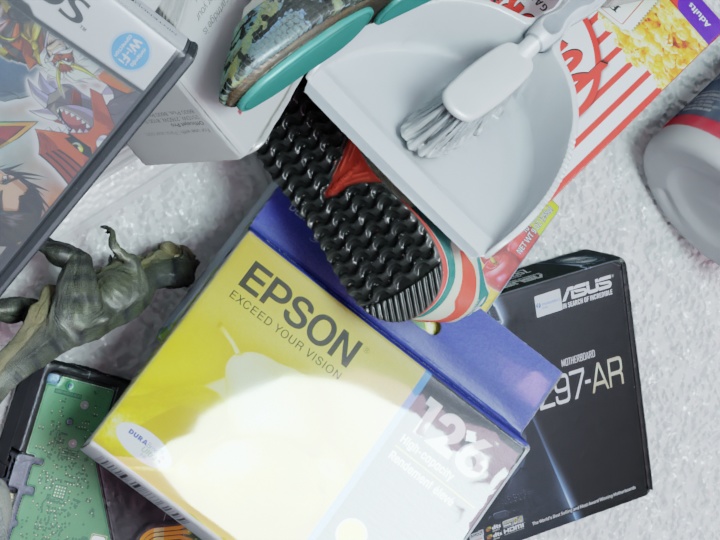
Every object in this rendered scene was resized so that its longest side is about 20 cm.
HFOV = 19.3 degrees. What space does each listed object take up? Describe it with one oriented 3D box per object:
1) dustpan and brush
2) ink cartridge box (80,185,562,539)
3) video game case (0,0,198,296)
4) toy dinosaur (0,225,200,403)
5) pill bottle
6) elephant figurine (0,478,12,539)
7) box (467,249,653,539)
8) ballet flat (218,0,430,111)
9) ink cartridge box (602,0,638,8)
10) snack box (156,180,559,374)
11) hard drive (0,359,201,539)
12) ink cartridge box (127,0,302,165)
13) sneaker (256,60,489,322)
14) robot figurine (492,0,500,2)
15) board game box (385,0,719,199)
[{"bbox_3d":[0.079,-0.110,1.149,0.140,0.057,0.200,45,45,3],"label":"dustpan and brush"},{"bbox_3d":[-0.013,0.075,1.147,0.198,0.047,0.200,37,77,-7],"label":"ink cartridge box"},{"bbox_3d":[-0.207,-0.085,1.000,0.181,0.026,0.200,37,108,-13],"label":"video game case"},{"bbox_3d":[-0.167,0.014,1.139,0.088,0.047,0.200,45,51,7],"label":"toy dinosaur"},{"bbox_3d":[0.289,-0.100,1.363,0.200,0.120,0.120,-42,116,-18],"label":"pill bottle"},{"bbox_3d":[-0.288,0.148,1.075,0.200,0.155,0.142,12,135,-21],"label":"elephant figurine"},{"bbox_3d":[0.082,0.088,1.315,0.200,0.044,0.160,-15,105,-27],"label":"box"},{"bbox_3d":[-0.012,-0.147,1.078,0.200,0.074,0.074,-33,114,-37],"label":"ballet flat"},{"bbox_3d":[0.192,-0.279,1.220,0.147,0.145,0.200,-18,79,-28],"label":"ink cartridge box"},{"bbox_3d":[0.000,0.000,1.213,0.142,0.053,0.200,38,72,-6],"label":"snack box"},{"bbox_3d":[-0.117,0.137,1.210,0.200,0.038,0.140,17,89,-32],"label":"hard drive"},{"bbox_3d":[-0.107,-0.171,1.078,0.200,0.084,0.145,51,54,-33],"label":"ink cartridge box"},{"bbox_3d":[0.007,-0.052,1.169,0.070,0.200,0.093,-39,154,21],"label":"sneaker"},{"bbox_3d":[0.043,-0.245,1.190,0.145,0.058,0.200,-19,78,-27],"label":"robot figurine"},{"bbox_3d":[0.099,-0.135,1.233,0.152,0.046,0.200,47,59,-1],"label":"board game box"}]
